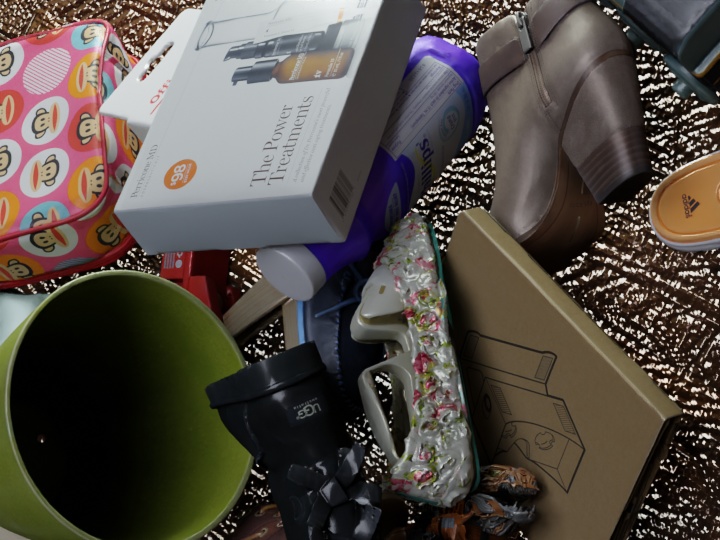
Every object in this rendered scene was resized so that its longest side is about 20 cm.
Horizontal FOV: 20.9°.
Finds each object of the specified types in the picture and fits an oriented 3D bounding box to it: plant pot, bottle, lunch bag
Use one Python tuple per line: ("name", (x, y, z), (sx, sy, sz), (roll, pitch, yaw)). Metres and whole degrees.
("plant pot", (-0.200, 0.115, 1.346), (0.200, 0.186, 0.188), (-24, 63, 52))
("bottle", (0.008, -0.065, 1.280), (0.065, 0.084, 0.200), (28, 60, 21))
("lunch bag", (-0.254, -0.087, 1.495), (0.175, 0.082, 0.201), (-14, 56, 17))

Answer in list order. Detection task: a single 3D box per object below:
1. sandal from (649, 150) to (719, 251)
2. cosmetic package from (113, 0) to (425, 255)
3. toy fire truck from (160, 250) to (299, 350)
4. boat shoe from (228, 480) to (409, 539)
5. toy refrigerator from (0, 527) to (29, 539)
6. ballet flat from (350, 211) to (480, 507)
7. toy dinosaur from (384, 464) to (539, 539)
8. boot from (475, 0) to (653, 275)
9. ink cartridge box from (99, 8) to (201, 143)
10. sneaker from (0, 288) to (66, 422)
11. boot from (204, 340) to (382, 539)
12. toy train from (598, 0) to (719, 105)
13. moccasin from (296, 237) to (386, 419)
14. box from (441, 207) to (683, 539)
("sandal", (0.259, -0.063, 1.173), (0.206, 0.059, 0.080), (-23, 66, 28))
("cosmetic package", (-0.056, -0.105, 1.257), (0.150, 0.052, 0.201), (-5, 49, 31))
("toy fire truck", (-0.084, 0.029, 1.395), (0.140, 0.049, 0.201), (-2, 76, 34))
("boat shoe", (-0.059, 0.187, 1.323), (0.200, 0.072, 0.072), (-36, 53, 22))
("toy refrigerator", (-0.214, 0.245, 1.418), (0.199, 0.070, 0.076), (29, 91, 35))
("ballet flat", (0.028, 0.052, 1.212), (0.076, 0.063, 0.201), (115, 149, -56))
("toy dinosaur", (0.051, 0.204, 1.243), (0.200, 0.101, 0.136), (112, 157, -49))
("boot", (0.109, -0.085, 1.258), (0.200, 0.070, 0.147), (-40, 62, 38))
("ink cartridge box", (-0.083, -0.118, 1.388), (0.199, 0.067, 0.116), (17, 62, 48))
("sneaker", (-0.301, 0.073, 1.518), (0.199, 0.074, 0.119), (-11, 77, 22))
("boot", (-0.033, 0.133, 1.219), (0.073, 0.198, 0.163), (-20, 87, -12))
("toy train", (0.184, -0.185, 1.223), (0.085, 0.114, 0.200), (-46, 56, 10))
("moccasin", (0.000, 0.000, 1.326), (0.068, 0.080, 0.201), (-7, 73, 26))
("box", (0.107, 0.083, 1.215), (0.200, 0.021, 0.164), (48, 137, 34))
